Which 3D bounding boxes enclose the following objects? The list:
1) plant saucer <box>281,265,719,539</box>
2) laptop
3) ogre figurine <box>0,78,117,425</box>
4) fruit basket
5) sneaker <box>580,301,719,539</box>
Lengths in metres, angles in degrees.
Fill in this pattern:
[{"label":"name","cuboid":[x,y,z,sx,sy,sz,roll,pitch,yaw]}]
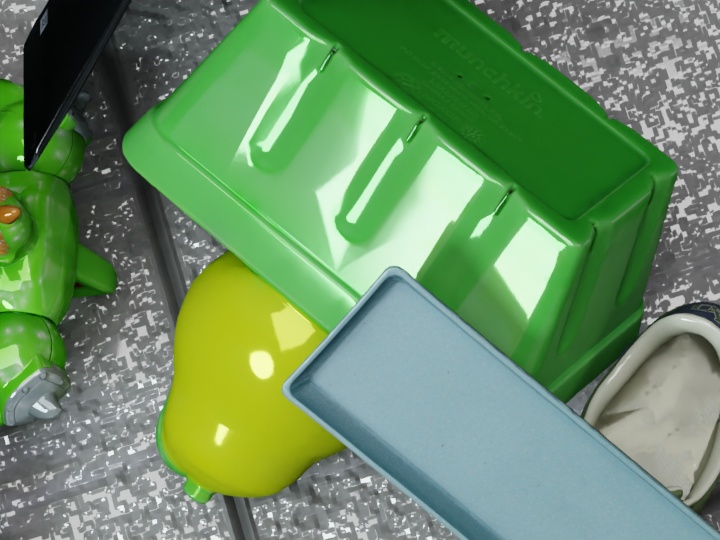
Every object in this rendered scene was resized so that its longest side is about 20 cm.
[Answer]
[{"label":"plant saucer","cuboid":[0.068,0.081,1.121,0.200,0.019,0.070,40,111,-6]},{"label":"laptop","cuboid":[-0.039,-0.124,1.167,0.199,0.177,0.104,-7,111,-4]},{"label":"ogre figurine","cuboid":[-0.170,-0.008,1.222,0.120,0.098,0.200,-4,50,19]},{"label":"fruit basket","cuboid":[0.000,0.000,1.197,0.215,0.155,0.216,14,119,28]},{"label":"sneaker","cuboid":[0.095,0.098,1.171,0.067,0.090,0.201,27,82,10]}]
